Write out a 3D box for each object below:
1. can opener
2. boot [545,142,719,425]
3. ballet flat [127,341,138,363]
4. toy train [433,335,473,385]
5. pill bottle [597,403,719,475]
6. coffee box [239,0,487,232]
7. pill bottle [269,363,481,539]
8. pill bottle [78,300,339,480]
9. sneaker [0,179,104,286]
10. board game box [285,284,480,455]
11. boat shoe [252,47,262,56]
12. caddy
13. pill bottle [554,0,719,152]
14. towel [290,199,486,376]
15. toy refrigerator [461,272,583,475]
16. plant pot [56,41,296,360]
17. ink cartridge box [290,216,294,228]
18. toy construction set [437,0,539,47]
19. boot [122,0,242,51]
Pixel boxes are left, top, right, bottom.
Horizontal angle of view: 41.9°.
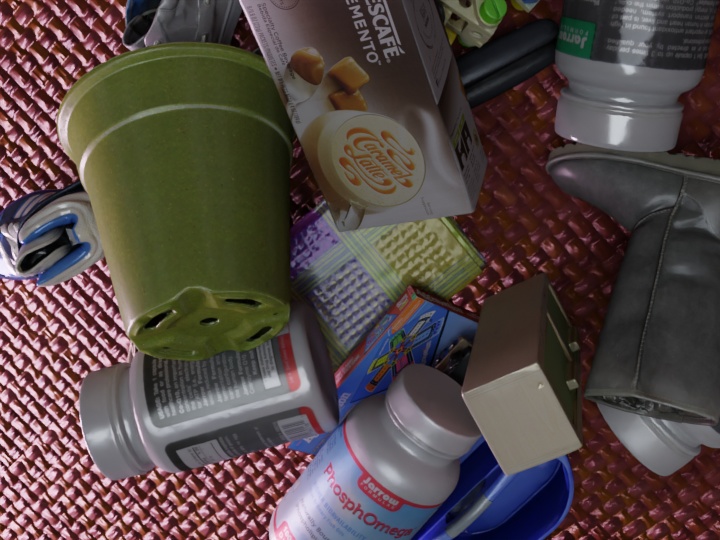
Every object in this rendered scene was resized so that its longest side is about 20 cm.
[{"bbox_3d":[0.072,-0.149,0.771,0.199,0.063,0.079,-26,72,14],"label":"can opener"},{"bbox_3d":[0.208,0.006,0.733,0.181,0.072,0.201,12,83,34],"label":"boot"},{"bbox_3d":[-0.188,0.093,0.894,0.067,0.072,0.201,-3,122,-17],"label":"ballet flat"},{"bbox_3d":[0.047,0.131,0.858,0.034,0.046,0.200,35,114,-12],"label":"toy train"},{"bbox_3d":[0.298,0.071,0.768,0.113,0.113,0.200,43,112,-4],"label":"pill bottle"},{"bbox_3d":[0.008,-0.136,0.676,0.114,0.080,0.201,-7,125,23],"label":"coffee box"},{"bbox_3d":[0.014,0.178,0.797,0.109,0.109,0.200,35,114,-1],"label":"pill bottle"},{"bbox_3d":[-0.127,0.105,0.801,0.199,0.114,0.114,-16,105,5],"label":"pill bottle"},{"bbox_3d":[-0.298,-0.026,0.858,0.199,0.147,0.081,-18,104,17],"label":"sneaker"},{"bbox_3d":[0.024,0.105,0.871,0.103,0.019,0.200,22,117,-36],"label":"board game box"},{"bbox_3d":[-0.038,-0.171,0.795,0.199,0.063,0.073,-16,104,17],"label":"boat shoe"},{"bbox_3d":[0.105,0.202,0.867,0.141,0.105,0.200,40,112,-2],"label":"caddy"},{"bbox_3d":[0.209,-0.197,0.704,0.112,0.113,0.201,9,109,10],"label":"pill bottle"},{"bbox_3d":[0.000,0.000,0.844,0.200,0.023,0.144,-39,102,9],"label":"towel"},{"bbox_3d":[0.139,0.075,0.766,0.070,0.200,0.076,-26,101,19],"label":"toy refrigerator"},{"bbox_3d":[-0.130,-0.038,0.733,0.199,0.200,0.191,-21,63,18],"label":"plant pot"},{"bbox_3d":[-0.100,0.029,0.892,0.119,0.042,0.201,-16,106,17],"label":"ink cartridge box"},{"bbox_3d":[0.048,-0.243,0.719,0.199,0.092,0.132,30,83,8],"label":"toy construction set"},{"bbox_3d":[-0.165,-0.181,0.794,0.073,0.095,0.201,28,110,33],"label":"boot"}]
